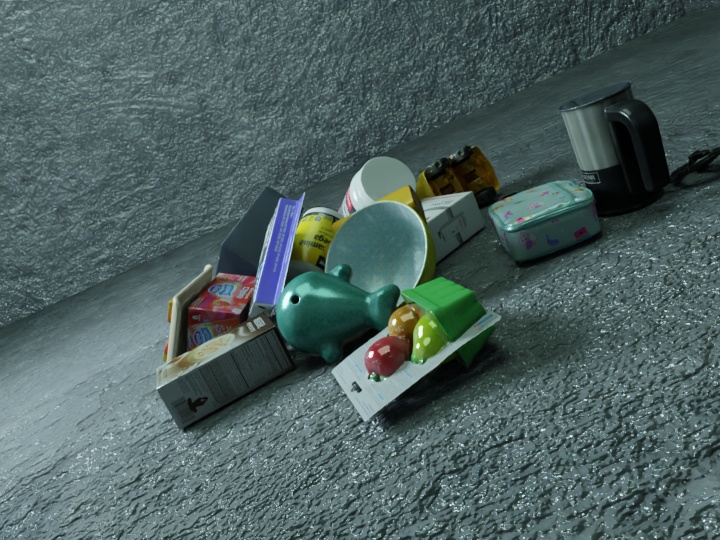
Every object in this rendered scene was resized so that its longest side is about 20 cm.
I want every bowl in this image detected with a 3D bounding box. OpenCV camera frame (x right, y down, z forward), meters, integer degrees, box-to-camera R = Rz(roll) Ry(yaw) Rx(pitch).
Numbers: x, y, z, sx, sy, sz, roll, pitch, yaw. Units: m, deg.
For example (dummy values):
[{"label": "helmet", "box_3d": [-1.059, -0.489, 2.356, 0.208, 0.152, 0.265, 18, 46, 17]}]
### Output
[{"label": "bowl", "box_3d": [0.051, -0.004, 1.049, 0.200, 0.201, 0.108, -14, -25, 33]}]

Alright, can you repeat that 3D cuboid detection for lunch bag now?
[{"label": "lunch bag", "box_3d": [0.304, -0.091, 1.055, 0.160, 0.077, 0.200, -22, 15, 9]}]

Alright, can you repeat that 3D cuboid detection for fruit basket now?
[{"label": "fruit basket", "box_3d": [0.065, 0.100, 0.808, 0.200, 0.094, 0.185, -42, 17, -6]}]

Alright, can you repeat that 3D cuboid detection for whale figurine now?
[{"label": "whale figurine", "box_3d": [-0.040, 0.058, 0.957, 0.199, 0.104, 0.160, -5, 65, 31]}]

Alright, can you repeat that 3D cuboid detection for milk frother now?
[{"label": "milk frother", "box_3d": [0.458, -0.216, 1.032, 0.200, 0.189, 0.180, -31, 17, -22]}]

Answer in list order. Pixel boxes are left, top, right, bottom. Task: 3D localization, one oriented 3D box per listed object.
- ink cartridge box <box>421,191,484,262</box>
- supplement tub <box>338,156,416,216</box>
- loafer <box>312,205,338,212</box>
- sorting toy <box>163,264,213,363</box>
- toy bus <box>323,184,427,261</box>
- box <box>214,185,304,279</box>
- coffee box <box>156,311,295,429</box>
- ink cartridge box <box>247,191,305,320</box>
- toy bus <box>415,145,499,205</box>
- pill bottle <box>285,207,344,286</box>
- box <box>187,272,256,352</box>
[{"label": "ink cartridge box", "box_3d": [0.125, -0.075, 1.260, 0.200, 0.083, 0.146, -35, 20, -34]}, {"label": "supplement tub", "box_3d": [0.033, -0.144, 1.400, 0.140, 0.141, 0.200, -32, -13, -26]}, {"label": "loafer", "box_3d": [-0.125, -0.071, 1.512, 0.200, 0.071, 0.073, -58, 1, 13]}, {"label": "sorting toy", "box_3d": [-0.333, 0.102, 1.216, 0.036, 0.186, 0.200, 13, 21, 0]}, {"label": "toy bus", "box_3d": [0.020, -0.070, 1.141, 0.200, 0.078, 0.065, -26, 46, 17]}, {"label": "box", "box_3d": [-0.233, -0.055, 1.452, 0.200, 0.104, 0.182, -61, 1, -35]}, {"label": "coffee box", "box_3d": [-0.217, 0.155, 1.018, 0.200, 0.080, 0.114, -28, 16, -13]}, {"label": "ink cartridge box", "box_3d": [-0.152, -0.020, 1.121, 0.043, 0.199, 0.200, 15, -20, -12]}, {"label": "toy bus", "box_3d": [0.190, -0.175, 1.458, 0.200, 0.136, 0.192, -32, 1, -33]}, {"label": "pill bottle", "box_3d": [-0.092, -0.016, 1.245, 0.112, 0.112, 0.200, -11, 47, 39]}, {"label": "box", "box_3d": [-0.257, 0.083, 1.234, 0.099, 0.096, 0.200, 6, 19, 3]}]
